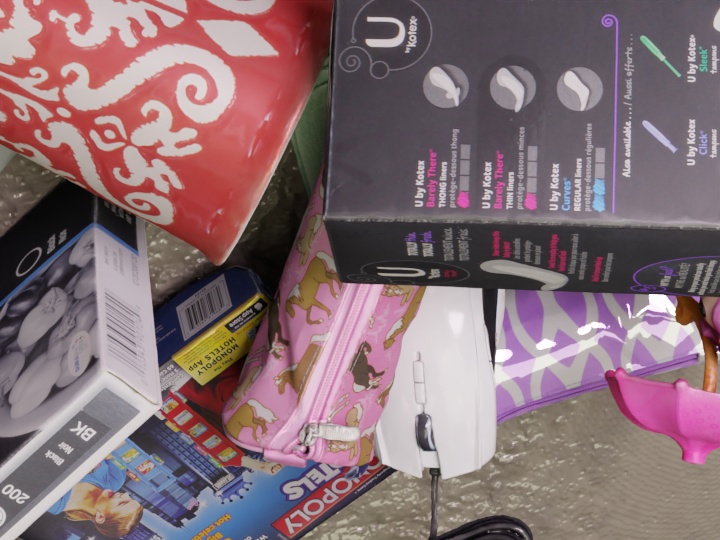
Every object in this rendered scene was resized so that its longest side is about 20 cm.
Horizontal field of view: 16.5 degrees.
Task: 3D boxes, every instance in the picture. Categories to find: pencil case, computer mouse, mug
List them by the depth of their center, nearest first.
[{"bbox_3d":[-0.117,-0.122,1.111,0.200,0.178,0.133,24,159,-7],"label":"mug"},{"bbox_3d":[0.000,0.000,1.201,0.083,0.086,0.200,4,113,-48],"label":"pencil case"},{"bbox_3d":[0.032,0.068,1.260,0.109,0.044,0.200,0,93,18],"label":"computer mouse"},{"bbox_3d":[0.124,0.034,1.317,0.200,0.086,0.084,-17,161,2],"label":"pencil case"}]

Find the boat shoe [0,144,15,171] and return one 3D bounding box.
[{"bbox_3d":[-0.212,-0.055,1.127,0.064,0.200,0.071,44,109,4],"label":"boat shoe"}]

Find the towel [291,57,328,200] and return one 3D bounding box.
[{"bbox_3d":[0.068,-0.068,1.267,0.200,0.023,0.153,-18,129,-1],"label":"towel"}]

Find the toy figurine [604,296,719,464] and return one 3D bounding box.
[{"bbox_3d":[0.166,-0.006,1.178,0.150,0.184,0.200,5,142,-31],"label":"toy figurine"}]

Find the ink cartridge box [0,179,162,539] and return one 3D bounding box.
[{"bbox_3d":[-0.180,0.063,1.193,0.043,0.198,0.200,38,109,-27],"label":"ink cartridge box"}]

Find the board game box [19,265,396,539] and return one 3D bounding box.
[{"bbox_3d":[-0.077,0.108,1.338,0.200,0.062,0.200,-36,127,13],"label":"board game box"}]

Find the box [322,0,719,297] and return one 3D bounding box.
[{"bbox_3d":[0.088,-0.053,1.070,0.200,0.106,0.122,2,166,3],"label":"box"}]
